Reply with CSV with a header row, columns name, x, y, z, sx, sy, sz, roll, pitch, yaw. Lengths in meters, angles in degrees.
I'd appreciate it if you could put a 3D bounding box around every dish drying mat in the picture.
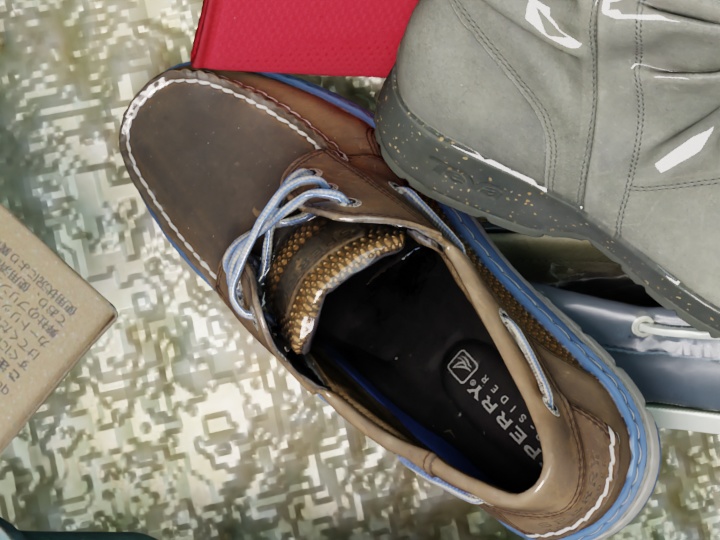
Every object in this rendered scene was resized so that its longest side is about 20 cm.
name,x,y,z,sx,sy,sz,roll,pitch,yaw
dish drying mat,0.053,-0.080,0.810,0.199,0.077,0.018,2,62,-10

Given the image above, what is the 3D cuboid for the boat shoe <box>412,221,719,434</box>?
name,x,y,z,sx,sy,sz,roll,pitch,yaw
boat shoe,0.108,0.008,0.838,0.199,0.075,0.062,0,117,11

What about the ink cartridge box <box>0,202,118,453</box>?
name,x,y,z,sx,sy,sz,roll,pitch,yaw
ink cartridge box,-0.190,0.009,0.703,0.200,0.075,0.165,44,61,-8

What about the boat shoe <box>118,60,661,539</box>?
name,x,y,z,sx,sy,sz,roll,pitch,yaw
boat shoe,0.000,0.000,0.793,0.200,0.072,0.072,37,98,22

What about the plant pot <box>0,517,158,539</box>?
name,x,y,z,sx,sy,sz,roll,pitch,yaw
plant pot,-0.009,0.158,0.770,0.195,0.200,0.201,-4,88,-24

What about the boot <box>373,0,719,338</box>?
name,x,y,z,sx,sy,sz,roll,pitch,yaw
boot,0.104,-0.049,0.745,0.199,0.131,0.068,20,51,-1
